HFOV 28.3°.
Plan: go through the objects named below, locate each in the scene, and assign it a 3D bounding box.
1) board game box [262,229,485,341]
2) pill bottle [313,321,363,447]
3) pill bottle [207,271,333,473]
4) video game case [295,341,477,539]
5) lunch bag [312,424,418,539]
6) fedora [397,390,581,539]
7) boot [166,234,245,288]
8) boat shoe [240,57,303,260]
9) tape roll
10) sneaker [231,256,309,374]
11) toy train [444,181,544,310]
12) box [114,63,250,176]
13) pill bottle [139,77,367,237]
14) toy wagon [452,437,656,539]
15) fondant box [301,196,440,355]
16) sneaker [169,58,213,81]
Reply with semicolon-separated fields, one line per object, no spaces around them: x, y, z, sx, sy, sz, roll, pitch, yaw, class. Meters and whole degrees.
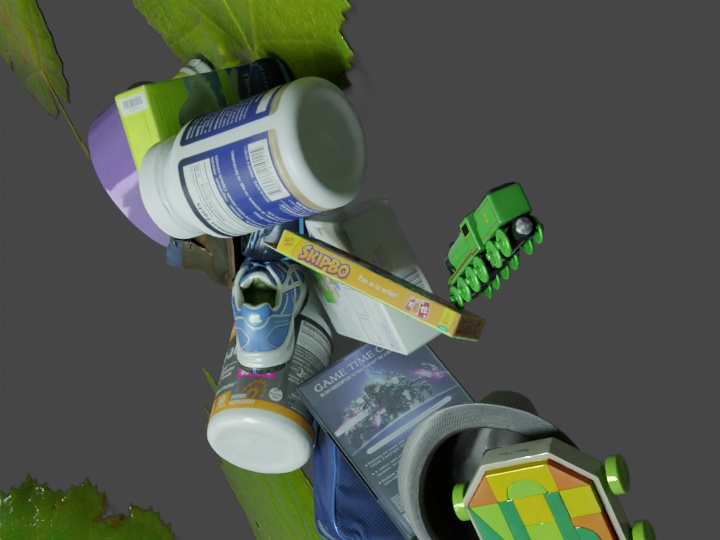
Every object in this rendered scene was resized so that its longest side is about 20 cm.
0.012;0.011;1.284;0.198;0.030;0.095;23;-178;19;board game box
-0.047;0.127;1.708;0.116;0.115;0.201;52;162;20;pill bottle
-0.091;0.106;1.535;0.117;0.115;0.202;81;-164;-53;pill bottle
0.047;0.156;1.434;0.200;0.142;0.019;50;160;27;video game case
0.017;0.199;1.541;0.132;0.134;0.203;144;130;-72;lunch bag
0.125;0.181;1.292;0.091;0.174;0.202;-65;-24;-59;fedora
-0.170;-0.034;1.537;0.096;0.076;0.200;11;157;3;boot
-0.096;-0.109;1.421;0.084;0.068;0.203;-172;76;-70;boat shoe
-0.223;-0.121;1.670;0.200;0.065;0.201;41;-153;-26;tape roll
-0.093;0.016;1.476;0.201;0.075;0.078;-94;-1;-54;sneaker
0.101;-0.018;1.156;0.057;0.041;0.200;65;165;11;toy train
-0.156;-0.140;1.461;0.047;0.199;0.124;-12;97;35;box
-0.101;-0.096;1.299;0.198;0.116;0.117;-13;112;37;pill bottle
0.174;0.234;1.224;0.154;0.040;0.202;-15;113;27;toy wagon
0.000;0.000;1.448;0.146;0.058;0.200;63;162;-13;fondant box
-0.166;-0.147;1.618;0.200;0.090;0.079;49;160;26;sneaker
